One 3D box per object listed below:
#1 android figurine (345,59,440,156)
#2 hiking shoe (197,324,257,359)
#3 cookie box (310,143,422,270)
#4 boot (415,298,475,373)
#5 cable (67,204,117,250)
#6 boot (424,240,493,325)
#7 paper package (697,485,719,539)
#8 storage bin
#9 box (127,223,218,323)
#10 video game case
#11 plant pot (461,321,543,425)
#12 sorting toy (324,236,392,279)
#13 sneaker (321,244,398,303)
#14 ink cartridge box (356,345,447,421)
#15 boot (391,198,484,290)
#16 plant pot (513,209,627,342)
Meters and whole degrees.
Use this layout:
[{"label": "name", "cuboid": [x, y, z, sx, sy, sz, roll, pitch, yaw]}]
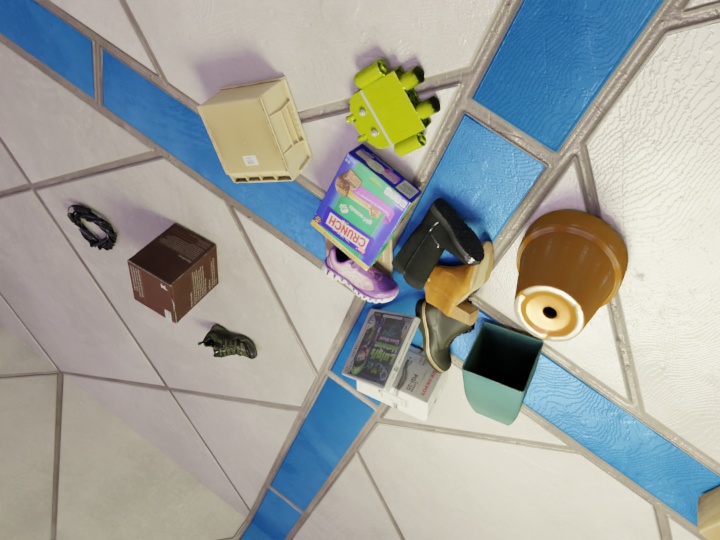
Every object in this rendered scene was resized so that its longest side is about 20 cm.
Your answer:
[{"label": "android figurine", "cuboid": [0.054, -0.308, 1.172, 0.198, 0.041, 0.183, -15, 115, 42]}, {"label": "hiking shoe", "cuboid": [-0.427, 0.255, 1.970, 0.197, 0.101, 0.077, 19, 135, 23]}, {"label": "cookie box", "cuboid": [0.008, -0.132, 1.295, 0.170, 0.075, 0.201, 39, 127, 8]}, {"label": "boot", "cuboid": [0.217, 0.159, 1.428, 0.136, 0.078, 0.202, -3, 124, 33]}, {"label": "cable", "cuboid": [-0.889, -0.131, 2.026, 0.197, 0.051, 0.165, 19, 134, 22]}, {"label": "boot", "cuboid": [0.202, 0.008, 1.314, 0.143, 0.070, 0.204, 31, 124, 38]}, {"label": "paper package", "cuboid": [0.837, 0.517, 1.242, 0.189, 0.104, 0.201, 33, 138, 7]}, {"label": "storage bin", "cuboid": [-0.231, -0.303, 1.351, 0.197, 0.094, 0.201, 4, 128, 34]}, {"label": "box", "cuboid": [-0.537, 0.005, 1.765, 0.163, 0.200, 0.167, 27, 137, 15]}, {"label": "video game case", "cuboid": [0.045, 0.185, 1.460, 0.023, 0.184, 0.199, 32, 166, -28]}, {"label": "plant pot", "cuboid": [0.317, 0.251, 1.384, 0.140, 0.142, 0.202, 18, 142, 23]}, {"label": "sorting toy", "cuboid": [-0.002, -0.042, 1.450, 0.183, 0.037, 0.202, 18, 138, 24]}, {"label": "sneaker", "cuboid": [0.000, 0.000, 1.404, 0.198, 0.081, 0.089, 27, 134, 15]}, {"label": "ink cartridge box", "cuboid": [0.108, 0.267, 1.543, 0.197, 0.147, 0.084, 21, 138, 20]}, {"label": "boot", "cuboid": [0.158, -0.024, 1.281, 0.166, 0.065, 0.201, 59, 137, 25]}, {"label": "plant pot", "cuboid": [0.366, 0.023, 1.111, 0.198, 0.184, 0.202, 20, 135, 22]}]
